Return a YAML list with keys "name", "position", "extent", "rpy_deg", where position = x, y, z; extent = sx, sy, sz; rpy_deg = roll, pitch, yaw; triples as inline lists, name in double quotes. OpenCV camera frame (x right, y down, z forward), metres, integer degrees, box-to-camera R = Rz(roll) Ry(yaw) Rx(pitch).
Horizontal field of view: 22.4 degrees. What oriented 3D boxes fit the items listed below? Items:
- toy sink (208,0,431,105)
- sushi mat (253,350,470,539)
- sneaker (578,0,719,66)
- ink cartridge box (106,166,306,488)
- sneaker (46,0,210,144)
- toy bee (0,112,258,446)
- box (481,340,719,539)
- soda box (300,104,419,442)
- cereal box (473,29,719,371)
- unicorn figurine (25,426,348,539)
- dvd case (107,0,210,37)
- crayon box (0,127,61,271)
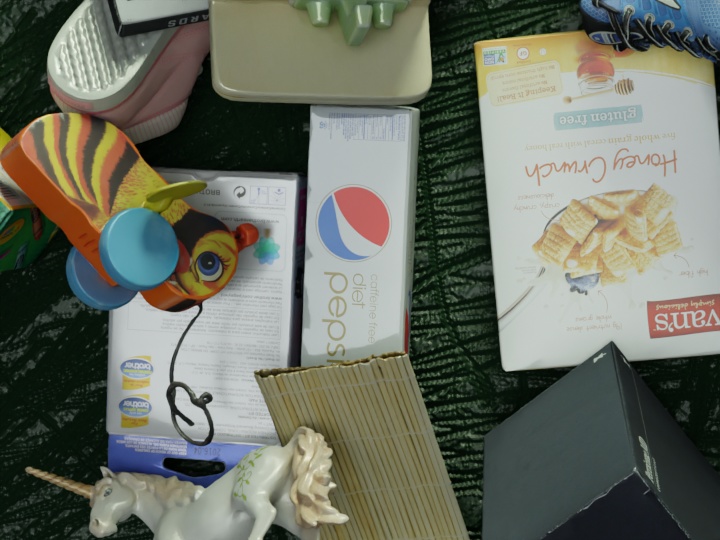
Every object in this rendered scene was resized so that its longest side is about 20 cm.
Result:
- name: "toy sink"
  position: [-0.017, -0.205, 1.008]
  extent: [0.129, 0.112, 0.202]
  rpy_deg: [1, 76, -11]
- name: "sushi mat"
  position: [0.009, 0.134, 1.099]
  extent: [0.095, 0.012, 0.201]
  rpy_deg: [-10, 122, 14]
- name: "sneaker"
  position: [0.177, -0.147, 1.037]
  extent: [0.089, 0.079, 0.200]
  rpy_deg: [-40, 56, -2]
- name: "ink cartridge box"
  position: [-0.097, 0.037, 1.141]
  extent: [0.118, 0.042, 0.202]
  rpy_deg: [3, 93, 9]
- name: "sneaker"
  position: [-0.116, -0.157, 1.117]
  extent: [0.075, 0.105, 0.201]
  rpy_deg: [34, 69, 12]
- name: "toy bee"
  position: [-0.121, -0.014, 1.077]
  extent: [0.130, 0.109, 0.201]
  rpy_deg: [6, 124, 46]
- name: "box"
  position: [0.161, 0.166, 1.021]
  extent: [0.104, 0.200, 0.182]
  rpy_deg: [-37, 100, 13]
- name: "soda box"
  position: [0.000, 0.000, 1.109]
  extent: [0.063, 0.068, 0.202]
  rpy_deg: [3, 96, 6]
- name: "cereal box"
  position: [0.147, -0.044, 1.100]
  extent: [0.143, 0.040, 0.202]
  rpy_deg: [-6, 94, 7]
- name: "unicorn figurine"
  position: [-0.091, 0.154, 1.072]
  extent: [0.199, 0.074, 0.138]
  rpy_deg: [-23, 48, 13]
- name: "dvd case"
  position: [-0.095, -0.247, 1.074]
  extent: [0.149, 0.025, 0.201]
  rpy_deg: [-13, 79, -15]
- name: "crayon box"
  position: [-0.276, -0.086, 1.109]
  extent: [0.200, 0.119, 0.058]
  rpy_deg: [44, 99, 5]
